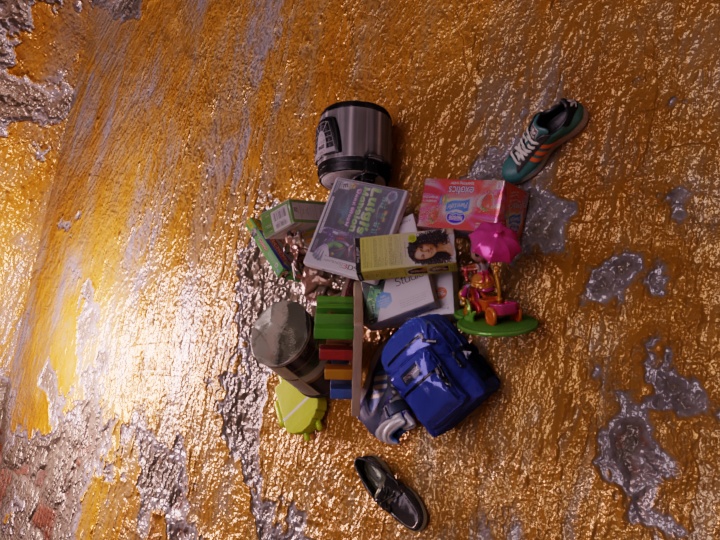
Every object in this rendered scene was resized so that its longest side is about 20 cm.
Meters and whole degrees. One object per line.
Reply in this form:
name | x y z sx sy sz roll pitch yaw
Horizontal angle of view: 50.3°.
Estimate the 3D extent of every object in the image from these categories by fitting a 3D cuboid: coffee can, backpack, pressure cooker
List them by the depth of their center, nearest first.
backpack | 0.137 0.182 1.434 0.162 0.167 0.202 -43 70 20
coffee can | -0.129 0.174 1.667 0.143 0.200 0.150 -12 59 21
pressure cooker | -0.011 -0.255 1.714 0.174 0.176 0.206 -1 77 13

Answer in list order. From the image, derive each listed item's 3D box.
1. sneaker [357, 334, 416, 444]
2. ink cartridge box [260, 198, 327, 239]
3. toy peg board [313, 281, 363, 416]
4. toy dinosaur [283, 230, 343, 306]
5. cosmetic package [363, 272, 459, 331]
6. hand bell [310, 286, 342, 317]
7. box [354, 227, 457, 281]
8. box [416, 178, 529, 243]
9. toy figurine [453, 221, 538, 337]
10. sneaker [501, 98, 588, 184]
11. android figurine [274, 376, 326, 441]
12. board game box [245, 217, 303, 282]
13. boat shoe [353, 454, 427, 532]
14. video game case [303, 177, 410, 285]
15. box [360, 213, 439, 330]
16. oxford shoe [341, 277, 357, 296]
sneaker | 0.077 0.251 1.562 0.145 0.080 0.204 31 99 38
ink cartridge box | -0.124 -0.117 1.780 0.102 0.197 0.061 -22 77 39
toy peg board | -0.045 0.152 1.548 0.201 0.095 0.204 -90 2 -68
toy dinosaur | -0.104 0.013 1.685 0.132 0.086 0.205 -11 62 19
cosmetic package | 0.101 0.033 1.562 0.195 0.052 0.155 -10 70 21
hand bell | -0.002 0.073 1.697 0.196 0.104 0.107 -2 77 30
box | 0.087 -0.030 1.482 0.194 0.050 0.077 -7 68 8
box | 0.218 -0.117 1.504 0.197 0.093 0.105 9 86 45
toy figurine | 0.234 0.004 1.393 0.199 0.146 0.190 -156 62 -69
sneaker | 0.330 -0.247 1.438 0.200 0.079 0.072 -45 52 27
android figurine | -0.137 0.295 1.781 0.182 0.041 0.202 -46 49 25
board game box | -0.185 -0.045 1.855 0.029 0.133 0.201 -52 49 19
boat shoe | 0.053 0.445 1.536 0.200 0.065 0.073 42 108 42
video game case | -0.009 -0.085 1.578 0.178 0.023 0.204 14 75 29
box | 0.068 0.001 1.538 0.141 0.036 0.204 -21 60 16
oxford shoe | 0.000 0.000 1.686 0.074 0.070 0.203 -11 44 49
